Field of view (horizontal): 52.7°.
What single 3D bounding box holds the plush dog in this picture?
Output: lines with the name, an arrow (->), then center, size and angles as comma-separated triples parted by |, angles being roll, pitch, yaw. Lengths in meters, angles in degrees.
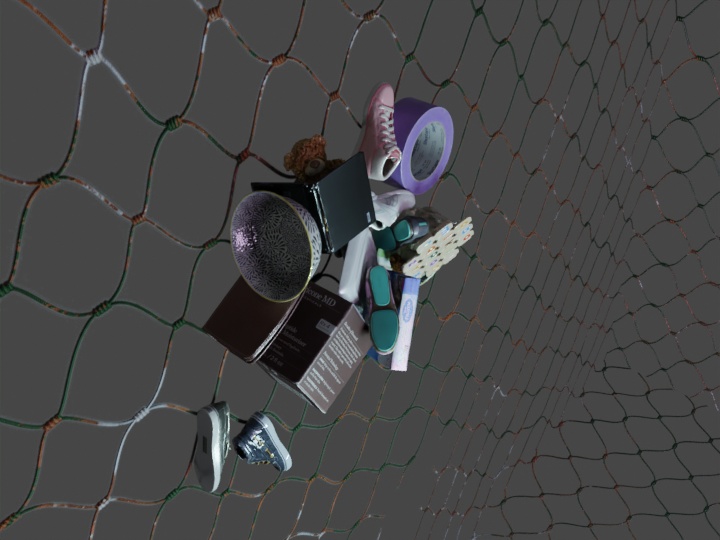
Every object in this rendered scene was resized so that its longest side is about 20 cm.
plush dog -> 0.148, -0.056, 1.763 | 0.199, 0.160, 0.174 | 1, 117, -56

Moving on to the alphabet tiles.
alphabet tiles -> 0.175, -0.048, 1.659 | 0.195, 0.015, 0.200 | -37, 157, -1

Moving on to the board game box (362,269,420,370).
board game box -> 0.060, 0.103, 1.639 | 0.043, 0.200, 0.202 | 6, 94, -22

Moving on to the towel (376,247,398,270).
towel -> 0.043, 0.025, 1.789 | 0.149, 0.030, 0.203 | 15, 96, -59

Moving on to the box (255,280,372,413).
box -> -0.104, 0.155, 1.531 | 0.201, 0.165, 0.165 | -55, 146, -16

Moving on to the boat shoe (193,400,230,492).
boat shoe -> -0.295, 0.362, 1.488 | 0.063, 0.070, 0.203 | -18, 124, -47

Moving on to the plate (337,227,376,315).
plate -> 0.000, 0.000, 1.603 | 0.200, 0.032, 0.203 | 70, 30, -64

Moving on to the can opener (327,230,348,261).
can opener -> -0.043, -0.102, 1.548 | 0.066, 0.052, 0.202 | -44, 143, -29

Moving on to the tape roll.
tape roll -> 0.120, -0.279, 1.633 | 0.199, 0.084, 0.202 | -34, 136, -40

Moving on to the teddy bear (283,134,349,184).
teddy bear -> -0.072, -0.160, 1.411 | 0.067, 0.143, 0.202 | -96, -179, -52

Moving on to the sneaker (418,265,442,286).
sneaker -> 0.186, -0.011, 1.929 | 0.200, 0.076, 0.089 | -44, 151, -25

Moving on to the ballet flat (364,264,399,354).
ballet flat -> 0.043, 0.089, 1.553 | 0.068, 0.203, 0.071 | -3, 156, -11

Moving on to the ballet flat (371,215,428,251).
ballet flat -> 0.094, -0.086, 1.637 | 0.072, 0.199, 0.074 | 3, 83, -24

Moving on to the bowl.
bowl -> -0.135, -0.053, 1.317 | 0.094, 0.199, 0.203 | -25, 131, -49

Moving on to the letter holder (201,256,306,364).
letter holder -> -0.178, 0.080, 1.396 | 0.201, 0.141, 0.101 | -56, 147, -14

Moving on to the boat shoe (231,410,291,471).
boat shoe -> -0.224, 0.406, 1.628 | 0.091, 0.070, 0.202 | -44, 136, -27

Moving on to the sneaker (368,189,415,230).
sneaker -> 0.049, -0.127, 1.567 | 0.199, 0.070, 0.081 | -11, 78, -45

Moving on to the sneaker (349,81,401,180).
sneaker -> 0.052, -0.284, 1.514 | 0.075, 0.104, 0.203 | 3, 108, -53

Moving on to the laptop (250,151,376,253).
laptop -> -0.085, -0.129, 1.394 | 0.179, 0.197, 0.104 | 77, 21, -44
